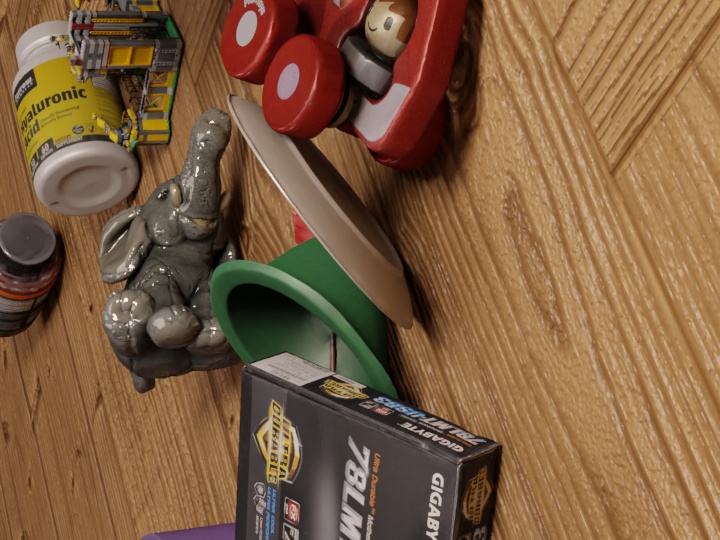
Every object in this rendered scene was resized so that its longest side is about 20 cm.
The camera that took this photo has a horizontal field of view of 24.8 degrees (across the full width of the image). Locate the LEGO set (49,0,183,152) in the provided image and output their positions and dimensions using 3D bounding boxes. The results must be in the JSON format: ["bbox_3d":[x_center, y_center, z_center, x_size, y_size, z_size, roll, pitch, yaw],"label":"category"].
[{"bbox_3d":[-0.260,-0.216,1.623,0.154,0.116,0.200,114,144,-45],"label":"LEGO set"}]

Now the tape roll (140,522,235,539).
[{"bbox_3d":[-0.143,0.334,1.490,0.200,0.085,0.200,175,90,-66],"label":"tape roll"}]

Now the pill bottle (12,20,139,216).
[{"bbox_3d":[-0.310,-0.167,1.749,0.111,0.111,0.200,116,142,-48],"label":"pill bottle"}]

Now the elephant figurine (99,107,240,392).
[{"bbox_3d":[-0.160,-0.016,1.442,0.142,0.155,0.200,44,-140,-60],"label":"elephant figurine"}]

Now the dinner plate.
[{"bbox_3d":[-0.020,-0.045,1.109,0.024,0.200,0.200,-39,44,8],"label":"dinner plate"}]

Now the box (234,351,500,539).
[{"bbox_3d":[-0.003,0.179,1.127,0.198,0.050,0.200,22,116,39],"label":"box"}]

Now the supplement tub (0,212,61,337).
[{"bbox_3d":[-0.436,0.001,2.055,0.200,0.107,0.107,131,130,-56],"label":"supplement tub"}]

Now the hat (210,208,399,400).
[{"bbox_3d":[0.000,0.000,1.212,0.200,0.176,0.166,47,150,-5],"label":"hat"}]

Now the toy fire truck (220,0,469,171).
[{"bbox_3d":[0.005,-0.171,1.088,0.168,0.112,0.200,-62,37,19],"label":"toy fire truck"}]
